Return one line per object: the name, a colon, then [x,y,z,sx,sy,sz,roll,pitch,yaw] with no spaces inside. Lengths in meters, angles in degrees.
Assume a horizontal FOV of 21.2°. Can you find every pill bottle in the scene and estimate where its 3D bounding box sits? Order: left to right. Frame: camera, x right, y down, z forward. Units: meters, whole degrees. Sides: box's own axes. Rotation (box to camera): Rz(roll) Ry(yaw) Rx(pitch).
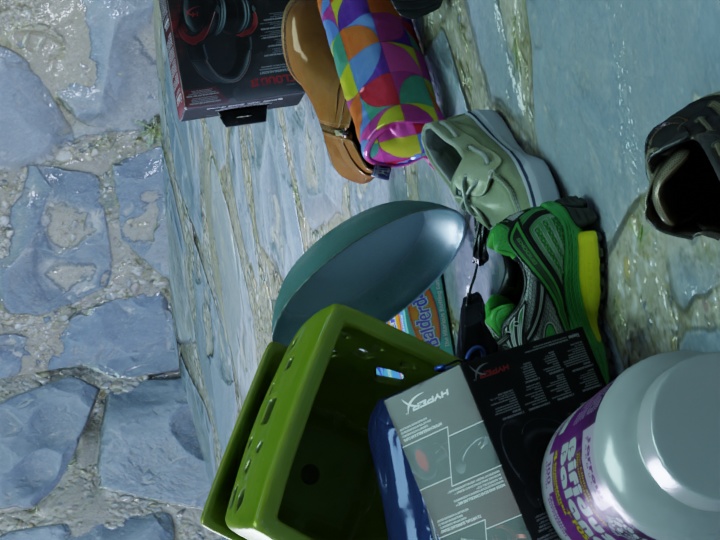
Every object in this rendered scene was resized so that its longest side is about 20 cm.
pill bottle: [0.178,0.110,1.113,0.200,0.112,0.113,117,142,-72]

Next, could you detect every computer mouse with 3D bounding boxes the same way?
computer mouse: [0.104,0.017,1.617,0.059,0.034,0.201,-87,1,-58]

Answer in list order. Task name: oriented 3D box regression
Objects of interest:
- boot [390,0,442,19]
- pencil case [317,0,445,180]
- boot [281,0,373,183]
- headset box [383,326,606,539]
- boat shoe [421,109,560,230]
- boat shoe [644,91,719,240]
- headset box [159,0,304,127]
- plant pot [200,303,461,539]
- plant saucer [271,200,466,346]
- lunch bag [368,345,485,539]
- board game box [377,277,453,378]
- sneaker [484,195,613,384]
boot: [0.022,-0.331,1.660,0.200,0.065,0.165,-109,16,-56]
pencil case: [0.020,-0.183,1.725,0.088,0.088,0.201,101,157,-59]
boot: [-0.021,-0.184,1.921,0.155,0.076,0.201,-164,63,-79]
headset box: [0.119,0.151,1.256,0.075,0.148,0.201,-28,81,38]
boat shoe: [0.101,-0.063,1.472,0.200,0.062,0.072,-121,24,-59]
boat shoe: [0.188,-0.056,1.034,0.200,0.073,0.075,-155,57,-76]
headset box: [-0.153,-0.270,2.280,0.075,0.148,0.201,145,116,-77]
plant pot: [-0.009,0.162,1.579,0.181,0.200,0.200,-18,48,62]
plant saucer: [0.000,0.000,1.664,0.036,0.199,0.200,54,158,22]
lunch bag: [0.100,0.157,1.458,0.132,0.135,0.201,-19,83,62]
board game box: [0.040,0.040,1.887,0.200,0.045,0.153,173,88,-78]
sneaker: [0.128,0.049,1.374,0.078,0.085,0.201,-141,42,-73]
